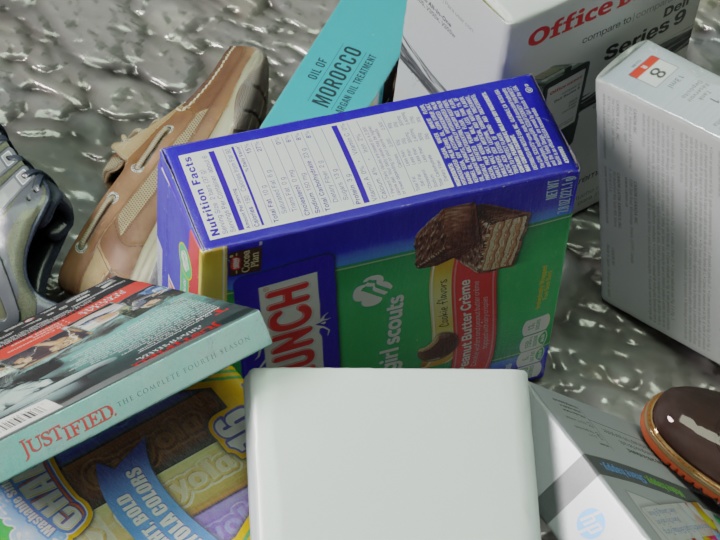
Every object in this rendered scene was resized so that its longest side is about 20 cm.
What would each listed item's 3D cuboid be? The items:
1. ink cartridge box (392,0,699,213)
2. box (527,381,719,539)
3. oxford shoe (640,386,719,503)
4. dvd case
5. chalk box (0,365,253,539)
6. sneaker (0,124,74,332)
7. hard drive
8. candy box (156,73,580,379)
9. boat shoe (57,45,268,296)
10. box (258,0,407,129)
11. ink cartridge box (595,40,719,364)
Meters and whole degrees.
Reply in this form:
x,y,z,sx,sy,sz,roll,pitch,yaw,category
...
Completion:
x,y,z,sx,sy,sz,roll,pitch,yaw,category
0.099,-0.116,1.359,0.146,0.200,0.084,-27,59,-24,ink cartridge box
0.156,0.148,1.192,0.041,0.156,0.200,-45,58,14,box
0.240,0.089,1.245,0.199,0.073,0.071,17,42,3,oxford shoe
-0.142,0.048,1.179,0.146,0.022,0.200,-27,13,-21,dvd case
-0.124,0.145,1.179,0.200,0.125,0.124,-27,58,-25,chalk box
-0.194,-0.044,1.326,0.081,0.074,0.201,-10,76,6,sneaker
0.017,0.143,1.121,0.132,0.026,0.201,1,71,-13,hard drive
0.000,0.000,1.278,0.199,0.169,0.077,-12,51,-14,candy box
-0.105,-0.054,1.375,0.072,0.076,0.200,17,50,11,boat shoe
-0.018,-0.074,1.392,0.049,0.082,0.200,22,53,11,box
0.210,-0.013,1.289,0.200,0.162,0.050,28,53,32,ink cartridge box
